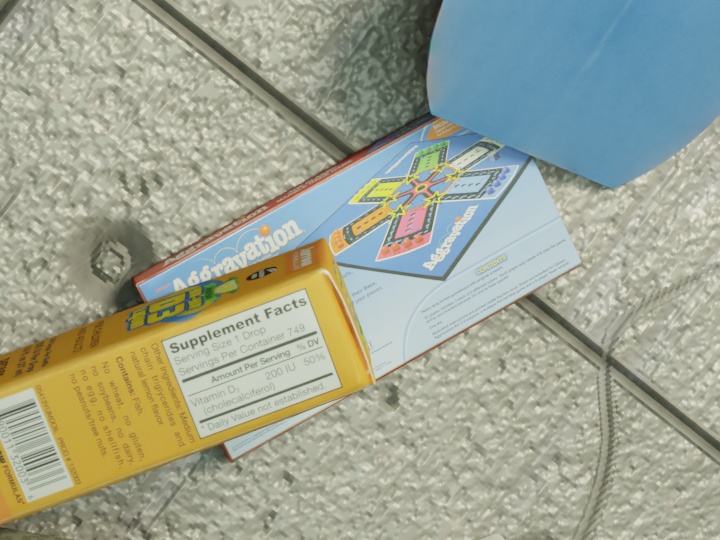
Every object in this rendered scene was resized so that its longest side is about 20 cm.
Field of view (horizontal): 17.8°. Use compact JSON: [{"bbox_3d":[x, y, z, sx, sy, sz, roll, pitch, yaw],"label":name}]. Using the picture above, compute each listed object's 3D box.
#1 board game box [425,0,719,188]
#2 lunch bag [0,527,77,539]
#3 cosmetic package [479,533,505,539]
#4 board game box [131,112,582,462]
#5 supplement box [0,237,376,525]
[{"bbox_3d":[0.112,-0.129,1.090,0.199,0.039,0.158,18,113,-41],"label":"board game box"},{"bbox_3d":[-0.172,0.198,1.007,0.199,0.168,0.140,9,104,13],"label":"lunch bag"},{"bbox_3d":[0.004,0.221,1.138,0.199,0.071,0.102,-22,106,-8],"label":"cosmetic package"},{"bbox_3d":[0.000,0.000,1.115,0.199,0.019,0.103,-29,108,-6],"label":"board game box"},{"bbox_3d":[-0.096,0.052,1.062,0.199,0.067,0.069,-18,105,1],"label":"supplement box"}]
